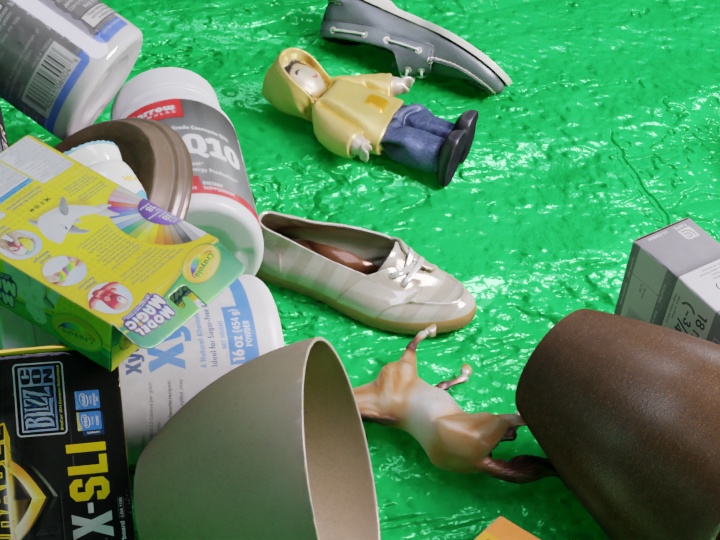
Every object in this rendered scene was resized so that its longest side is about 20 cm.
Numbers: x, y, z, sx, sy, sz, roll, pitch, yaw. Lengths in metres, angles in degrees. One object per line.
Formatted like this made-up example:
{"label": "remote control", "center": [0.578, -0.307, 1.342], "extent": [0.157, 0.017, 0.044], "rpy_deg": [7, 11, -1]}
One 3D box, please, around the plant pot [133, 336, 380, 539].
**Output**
{"label": "plant pot", "center": [-0.074, 0.154, 1.244], "extent": [0.134, 0.201, 0.201], "rpy_deg": [-10, 39, 10]}

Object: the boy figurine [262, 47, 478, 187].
{"label": "boy figurine", "center": [0.007, -0.147, 1.696], "extent": [0.199, 0.065, 0.124], "rpy_deg": [25, 45, 14]}

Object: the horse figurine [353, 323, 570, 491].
{"label": "horse figurine", "center": [0.068, 0.109, 1.414], "extent": [0.200, 0.050, 0.132], "rpy_deg": [32, 40, 29]}

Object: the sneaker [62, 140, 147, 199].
{"label": "sneaker", "center": [-0.246, -0.011, 1.362], "extent": [0.200, 0.077, 0.081], "rpy_deg": [-34, 70, -1]}

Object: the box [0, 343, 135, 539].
{"label": "box", "center": [-0.231, 0.153, 1.223], "extent": [0.159, 0.049, 0.201], "rpy_deg": [-4, 80, -17]}

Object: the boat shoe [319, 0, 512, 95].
{"label": "boat shoe", "center": [0.051, -0.209, 1.795], "extent": [0.199, 0.073, 0.062], "rpy_deg": [29, 87, 13]}

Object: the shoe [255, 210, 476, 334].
{"label": "shoe", "center": [0.000, 0.000, 1.526], "extent": [0.199, 0.054, 0.070], "rpy_deg": [16, 41, 9]}

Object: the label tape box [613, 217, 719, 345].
{"label": "label tape box", "center": [0.278, 0.078, 1.413], "extent": [0.063, 0.145, 0.200], "rpy_deg": [-20, 48, -31]}

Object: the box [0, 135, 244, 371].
{"label": "box", "center": [-0.188, -0.010, 1.262], "extent": [0.199, 0.049, 0.117], "rpy_deg": [27, 45, 23]}

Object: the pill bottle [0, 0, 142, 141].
{"label": "pill bottle", "center": [-0.290, -0.207, 1.536], "extent": [0.200, 0.114, 0.114], "rpy_deg": [35, 43, 1]}

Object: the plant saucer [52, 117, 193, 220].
{"label": "plant saucer", "center": [-0.217, -0.039, 1.458], "extent": [0.199, 0.029, 0.201], "rpy_deg": [-21, 49, 27]}

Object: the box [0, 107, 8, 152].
{"label": "box", "center": [-0.371, -0.063, 1.453], "extent": [0.199, 0.044, 0.161], "rpy_deg": [-14, 69, -2]}

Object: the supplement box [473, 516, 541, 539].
{"label": "supplement box", "center": [0.057, 0.251, 1.232], "extent": [0.066, 0.069, 0.200], "rpy_deg": [29, 46, 26]}

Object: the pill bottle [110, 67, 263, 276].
{"label": "pill bottle", "center": [-0.150, -0.074, 1.540], "extent": [0.113, 0.114, 0.200], "rpy_deg": [-3, 41, -14]}

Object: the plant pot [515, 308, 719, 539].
{"label": "plant pot", "center": [0.213, 0.119, 1.324], "extent": [0.200, 0.188, 0.187], "rpy_deg": [35, 46, 30]}

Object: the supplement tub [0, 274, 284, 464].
{"label": "supplement tub", "center": [-0.162, 0.075, 1.349], "extent": [0.199, 0.132, 0.132], "rpy_deg": [-6, 42, -17]}
